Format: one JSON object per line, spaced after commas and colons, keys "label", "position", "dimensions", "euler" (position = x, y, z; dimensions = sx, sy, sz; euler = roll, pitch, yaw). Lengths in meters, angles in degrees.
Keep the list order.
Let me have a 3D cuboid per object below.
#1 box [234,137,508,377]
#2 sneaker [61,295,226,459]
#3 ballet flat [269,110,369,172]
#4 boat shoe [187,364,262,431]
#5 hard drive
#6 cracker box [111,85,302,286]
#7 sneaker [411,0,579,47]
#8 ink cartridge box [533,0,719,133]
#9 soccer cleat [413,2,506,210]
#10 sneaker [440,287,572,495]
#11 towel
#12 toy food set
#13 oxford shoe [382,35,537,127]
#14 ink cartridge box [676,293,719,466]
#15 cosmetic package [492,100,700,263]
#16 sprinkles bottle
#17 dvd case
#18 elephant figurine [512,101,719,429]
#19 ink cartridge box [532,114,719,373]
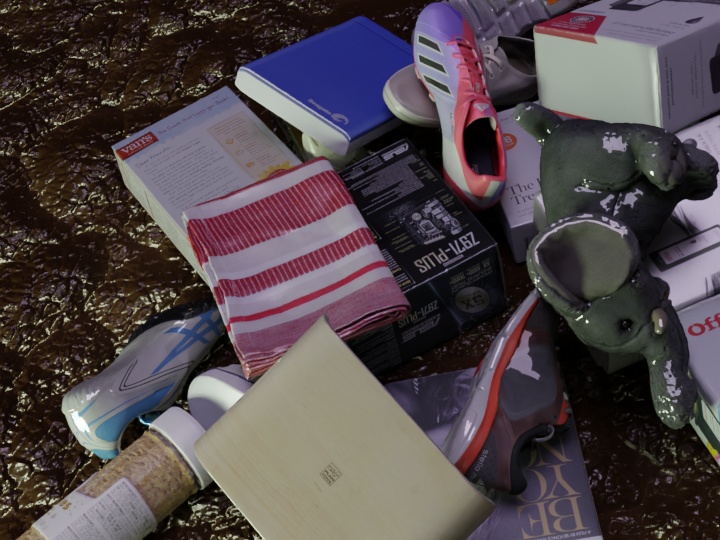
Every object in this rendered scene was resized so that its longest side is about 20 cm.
{"label": "box", "position": [0.000, 0.000, 1.290], "dimensions": [0.199, 0.086, 0.164], "euler": [-28, 49, -12]}
{"label": "sneaker", "position": [-0.173, 0.086, 1.279], "dimensions": [0.072, 0.073, 0.200], "euler": [-7, 27, 47]}
{"label": "ballet flat", "position": [-0.044, -0.136, 1.429], "dimensions": [0.068, 0.075, 0.200], "euler": [-26, 49, -7]}
{"label": "boat shoe", "position": [-0.045, 0.133, 1.201], "dimensions": [0.199, 0.072, 0.066], "euler": [23, 27, 24]}
{"label": "hard drive", "position": [-0.008, -0.181, 1.423], "dimensions": [0.132, 0.025, 0.200], "euler": [34, 38, 18]}
{"label": "cracker box", "position": [-0.130, -0.079, 1.410], "dimensions": [0.134, 0.058, 0.200], "euler": [-30, 50, -16]}
{"label": "sneaker", "position": [0.152, -0.262, 1.505], "dimensions": [0.199, 0.078, 0.112], "euler": [-21, 8, 24]}
{"label": "ink cartridge box", "position": [0.273, -0.195, 1.299], "dimensions": [0.200, 0.084, 0.145], "euler": [-26, 29, -32]}
{"label": "soccer cleat", "position": [0.094, -0.151, 1.312], "dimensions": [0.066, 0.076, 0.201], "euler": [-3, 74, -20]}
{"label": "sneaker", "position": [0.131, 0.098, 1.180], "dimensions": [0.082, 0.077, 0.200], "euler": [29, 56, 1]}
{"label": "towel", "position": [-0.059, -0.010, 1.240], "dimensions": [0.144, 0.023, 0.200], "euler": [-21, 48, -7]}
{"label": "toy food set", "position": [-0.014, 0.152, 1.119], "dimensions": [0.143, 0.060, 0.200], "euler": [-44, 76, 4]}
{"label": "oxford shoe", "position": [0.102, -0.183, 1.398], "dimensions": [0.199, 0.058, 0.075], "euler": [-17, 66, -37]}
{"label": "ink cartridge box", "position": [0.337, 0.103, 1.122], "dimensions": [0.145, 0.083, 0.200], "euler": [-22, 48, -6]}
{"label": "cosmetic package", "position": [0.212, -0.100, 1.357], "dimensions": [0.199, 0.052, 0.151], "euler": [-17, 45, -2]}
{"label": "sprinkles bottle", "position": [-0.201, 0.195, 1.176], "dimensions": [0.200, 0.068, 0.068], "euler": [-40, 52, -21]}
{"label": "dvd case", "position": [0.102, 0.157, 1.175], "dimensions": [0.148, 0.016, 0.201], "euler": [-10, 48, 3]}
{"label": "elephant figurine", "position": [0.183, -0.005, 1.116], "dimensions": [0.155, 0.141, 0.201], "euler": [12, 81, 49]}
{"label": "ink cartridge box", "position": [0.260, -0.026, 1.225], "dimensions": [0.199, 0.084, 0.146], "euler": [-23, 66, -4]}
